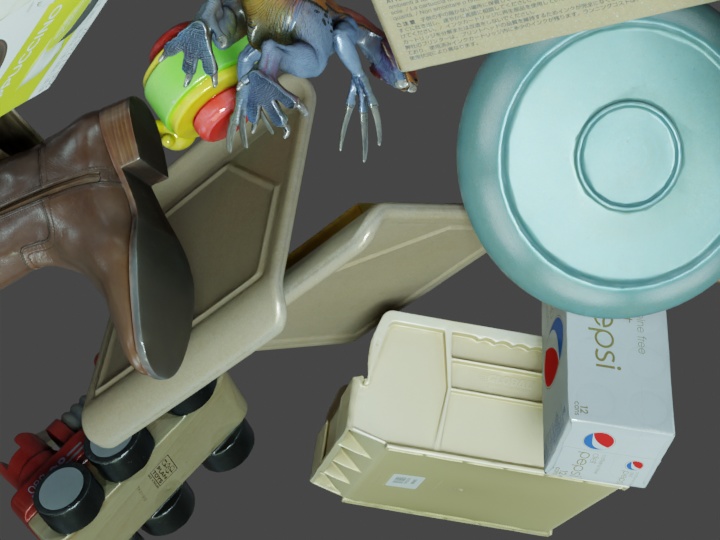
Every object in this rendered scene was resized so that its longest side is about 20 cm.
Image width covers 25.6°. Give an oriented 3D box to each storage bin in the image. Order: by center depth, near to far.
[{"bbox_3d":[0.076,0.114,1.131,0.196,0.095,0.200,11,161,-6],"label":"storage bin"}]

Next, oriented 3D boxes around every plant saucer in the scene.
[{"bbox_3d":[0.156,-0.068,0.936,0.197,0.027,0.203,-1,100,-3],"label":"plant saucer"}]

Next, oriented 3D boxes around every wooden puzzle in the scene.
[{"bbox_3d":[-0.094,-0.005,0.984,0.037,0.202,0.184,32,131,-29],"label":"wooden puzzle"},{"bbox_3d":[0.000,0.000,1.023,0.184,0.038,0.199,-35,165,35],"label":"wooden puzzle"}]

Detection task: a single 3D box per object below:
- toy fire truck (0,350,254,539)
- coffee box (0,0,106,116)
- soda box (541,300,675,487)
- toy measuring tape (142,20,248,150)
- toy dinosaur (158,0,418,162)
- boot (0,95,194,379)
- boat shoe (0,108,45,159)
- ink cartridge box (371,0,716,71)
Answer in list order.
[{"bbox_3d":[-0.196,0.124,1.198,0.199,0.176,0.129,28,157,42],"label":"toy fire truck"},{"bbox_3d":[-0.219,-0.188,0.730,0.200,0.198,0.200,41,121,0],"label":"coffee box"},{"bbox_3d":[0.154,0.033,1.004,0.067,0.202,0.064,9,142,-5],"label":"soda box"},{"bbox_3d":[-0.078,-0.136,0.934,0.073,0.074,0.200,23,134,-20],"label":"toy measuring tape"},{"bbox_3d":[-0.020,-0.132,0.867,0.104,0.182,0.202,23,126,16],"label":"toy dinosaur"},{"bbox_3d":[-0.202,0.008,0.943,0.198,0.188,0.064,-20,149,17],"label":"boot"},{"bbox_3d":[-0.253,-0.111,0.985,0.064,0.072,0.200,-15,145,13],"label":"boat shoe"},{"bbox_3d":[0.089,-0.207,0.842,0.198,0.076,0.166,-10,134,16],"label":"ink cartridge box"}]
